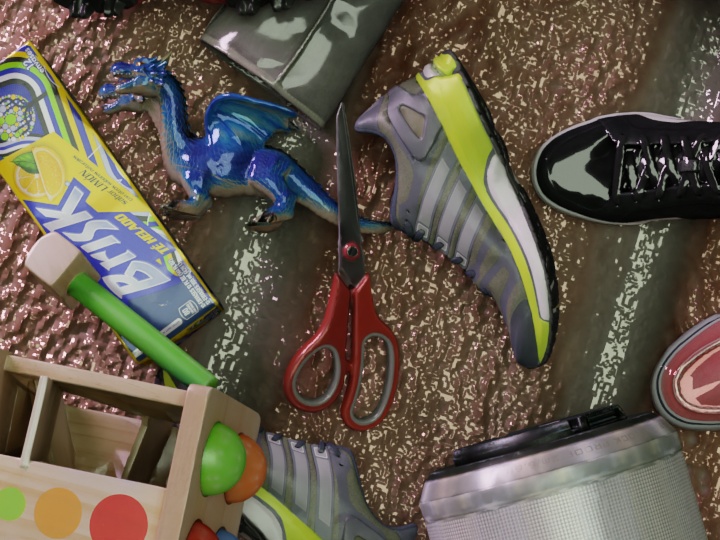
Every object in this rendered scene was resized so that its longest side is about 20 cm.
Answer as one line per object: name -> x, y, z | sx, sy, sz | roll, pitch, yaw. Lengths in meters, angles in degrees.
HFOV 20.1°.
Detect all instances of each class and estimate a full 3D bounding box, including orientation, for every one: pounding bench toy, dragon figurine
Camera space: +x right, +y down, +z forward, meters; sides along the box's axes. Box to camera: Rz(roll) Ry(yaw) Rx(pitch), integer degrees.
pounding bench toy -> -0.131, 0.088, 1.149 | 0.155, 0.124, 0.201 | 9, 81, 12
dragon figurine -> -0.070, -0.078, 1.265 | 0.199, 0.059, 0.100 | 8, 85, -1

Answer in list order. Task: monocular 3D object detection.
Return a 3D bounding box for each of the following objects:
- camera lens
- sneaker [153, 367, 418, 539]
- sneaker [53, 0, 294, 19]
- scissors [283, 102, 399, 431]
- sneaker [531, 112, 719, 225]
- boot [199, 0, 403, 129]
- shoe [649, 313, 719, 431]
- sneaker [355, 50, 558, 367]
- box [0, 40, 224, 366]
camera lens -> 0.131, 0.189, 1.198 | 0.159, 0.160, 0.201 | -15, 86, -4
sneaker -> -0.049, 0.128, 1.250 | 0.200, 0.074, 0.081 | 47, 70, 0
sneaker -> -0.102, -0.210, 1.252 | 0.199, 0.071, 0.098 | 1, 58, 20
scissors -> 0.000, 0.000, 1.258 | 0.073, 0.014, 0.201 | 8, 96, -15
sneaker -> 0.210, -0.069, 1.250 | 0.199, 0.112, 0.074 | 1, 84, -2
boot -> 0.023, -0.177, 1.273 | 0.181, 0.073, 0.200 | 30, 77, 14
shoe -> 0.279, 0.045, 1.253 | 0.199, 0.091, 0.072 | -18, 86, -4
sneaker -> 0.065, -0.031, 1.259 | 0.081, 0.074, 0.201 | -23, 89, 11
box -> -0.167, -0.039, 1.251 | 0.064, 0.070, 0.200 | -36, 87, -3
